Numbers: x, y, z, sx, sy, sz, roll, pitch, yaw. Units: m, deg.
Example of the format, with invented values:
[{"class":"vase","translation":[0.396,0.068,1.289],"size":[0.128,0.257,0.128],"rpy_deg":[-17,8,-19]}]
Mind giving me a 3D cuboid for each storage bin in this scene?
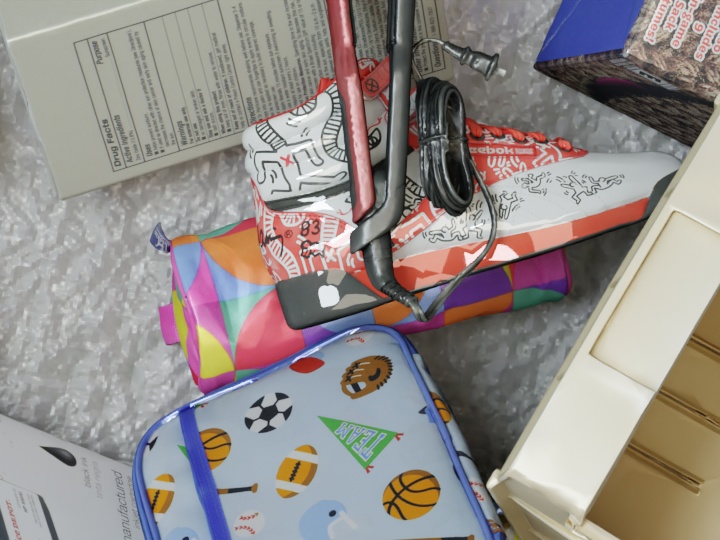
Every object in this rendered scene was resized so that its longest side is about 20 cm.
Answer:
[{"class":"storage bin","translation":[0.152,0.046,0.941],"size":[0.093,0.199,0.201],"rpy_deg":[30,81,16]}]

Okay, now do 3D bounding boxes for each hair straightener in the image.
[{"class":"hair straightener","translation":[0.026,-0.078,0.921],"size":[0.076,0.041,0.201],"rpy_deg":[-6,83,-3]}]

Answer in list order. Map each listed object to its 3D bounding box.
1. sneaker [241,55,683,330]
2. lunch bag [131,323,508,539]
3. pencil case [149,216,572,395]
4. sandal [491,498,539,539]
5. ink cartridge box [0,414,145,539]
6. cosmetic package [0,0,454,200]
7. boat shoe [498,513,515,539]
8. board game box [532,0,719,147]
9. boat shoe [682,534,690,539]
[{"class":"sneaker","translation":[0.046,-0.052,0.971],"size":[0.200,0.067,0.108],"rpy_deg":[-17,88,-5]},{"class":"lunch bag","translation":[-0.018,0.125,0.939],"size":[0.160,0.200,0.076],"rpy_deg":[-23,131,1]},{"class":"pencil case","translation":[0.000,0.000,1.036],"size":[0.199,0.088,0.089],"rpy_deg":[-13,99,-6]},{"class":"sandal","translation":[0.014,0.150,1.067],"size":[0.200,0.079,0.087],"rpy_deg":[-41,84,-4]},{"class":"ink cartridge box","translation":[-0.179,0.136,0.959],"size":[0.199,0.145,0.084],"rpy_deg":[26,119,-31]},{"class":"cosmetic package","translation":[-0.064,-0.117,0.998],"size":[0.199,0.071,0.106],"rpy_deg":[-16,136,-6]},{"class":"boat shoe","translation":[-0.002,0.189,0.996],"size":[0.200,0.071,0.069],"rpy_deg":[-35,93,-3]},{"class":"board game box","translation":[0.205,-0.099,1.011],"size":[0.199,0.159,0.097],"rpy_deg":[25,89,-10]},{"class":"boat shoe","translation":[0.088,0.189,1.052],"size":[0.076,0.072,0.200],"rpy_deg":[39,106,-25]}]
